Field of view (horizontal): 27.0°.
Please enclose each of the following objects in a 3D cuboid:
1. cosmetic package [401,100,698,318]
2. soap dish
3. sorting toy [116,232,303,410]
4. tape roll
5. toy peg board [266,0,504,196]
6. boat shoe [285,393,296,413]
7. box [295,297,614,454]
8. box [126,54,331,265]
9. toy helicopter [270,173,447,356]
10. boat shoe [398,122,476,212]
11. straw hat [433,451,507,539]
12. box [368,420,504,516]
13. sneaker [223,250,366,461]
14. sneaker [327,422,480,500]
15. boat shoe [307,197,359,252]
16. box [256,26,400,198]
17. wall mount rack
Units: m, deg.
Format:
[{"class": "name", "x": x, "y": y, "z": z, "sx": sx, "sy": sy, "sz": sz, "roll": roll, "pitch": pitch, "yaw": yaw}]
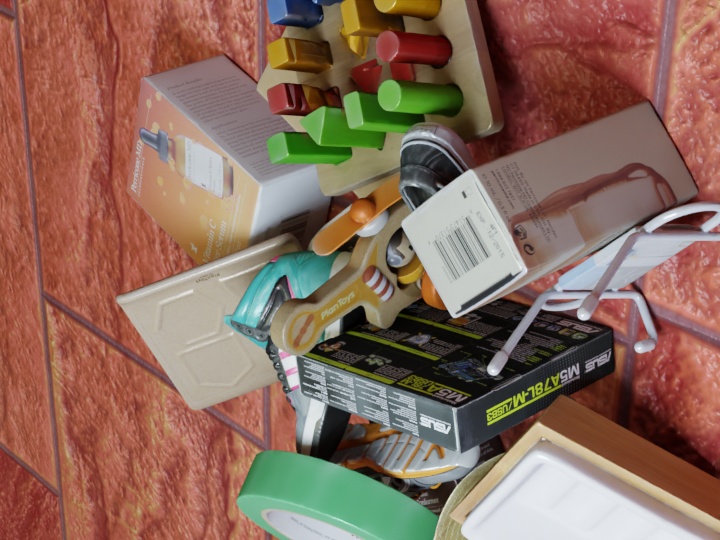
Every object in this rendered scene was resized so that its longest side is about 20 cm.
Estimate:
[{"class": "cosmetic package", "x": 0.144, "y": -0.047, "z": 1.127, "sx": 0.087, "sy": 0.200, "sz": 0.103, "roll": 61, "pitch": 144, "yaw": 7}, {"class": "soap dish", "x": 0.195, "y": 0.196, "z": 1.218, "sx": 0.200, "sy": 0.081, "sz": 0.157, "roll": 28, "pitch": 136, "yaw": -6}, {"class": "sorting toy", "x": -0.120, "y": 0.050, "z": 1.489, "sx": 0.200, "sy": 0.185, "sz": 0.037, "roll": 62, "pitch": -168, "yaw": -45}, {"class": "tape roll", "x": -0.014, "y": 0.230, "z": 1.372, "sx": 0.200, "sy": 0.048, "sz": 0.201, "roll": 20, "pitch": 158, "yaw": 8}, {"class": "toy peg board", "x": -0.004, "y": -0.185, "z": 1.261, "sx": 0.200, "sy": 0.098, "sz": 0.200, "roll": -19, "pitch": 79, "yaw": 40}, {"class": "boat shoe", "x": -0.039, "y": 0.096, "z": 1.478, "sx": 0.200, "sy": 0.070, "sz": 0.070, "roll": 91, "pitch": 167, "yaw": -47}, {"class": "box", "x": 0.080, "y": 0.078, "z": 1.273, "sx": 0.200, "sy": 0.193, "sz": 0.048, "roll": 15, "pitch": 121, "yaw": 46}, {"class": "box", "x": -0.134, "y": -0.096, "z": 1.524, "sx": 0.200, "sy": 0.106, "sz": 0.153, "roll": 42, "pitch": 136, "yaw": 30}, {"class": "toy helicopter", "x": 0.000, "y": 0.000, "z": 1.264, "sx": 0.079, "sy": 0.200, "sz": 0.133, "roll": 23, "pitch": 137, "yaw": 39}, {"class": "boat shoe", "x": 0.083, "y": -0.036, "z": 1.239, "sx": 0.072, "sy": 0.071, "sz": 0.200, "roll": -2, "pitch": 144, "yaw": 40}, {"class": "straw hat", "x": 0.153, "y": 0.237, "z": 1.340, "sx": 0.085, "sy": 0.200, "sz": 0.202, "roll": -85, "pitch": -19, "yaw": -79}, {"class": "box", "x": 0.075, "y": 0.166, "z": 1.425, "sx": 0.100, "sy": 0.075, "sz": 0.200, "roll": -23, "pitch": 88, "yaw": 53}, {"class": "sneaker", "x": -0.067, "y": 0.072, "z": 1.365, "sx": 0.120, "sy": 0.084, "sz": 0.201, "roll": 12, "pitch": 99, "yaw": 22}, {"class": "sneaker", "x": 0.040, "y": 0.177, "z": 1.367, "sx": 0.200, "sy": 0.078, "sz": 0.077, "roll": -11, "pitch": 125, "yaw": 49}, {"class": "boat shoe", "x": 0.016, "y": -0.037, "z": 1.401, "sx": 0.200, "sy": 0.072, "sz": 0.060, "roll": -44, "pitch": 69, "yaw": 45}, {"class": "box", "x": 0.000, "y": -0.171, "z": 1.341, "sx": 0.200, "sy": 0.021, "sz": 0.164, "roll": 48, "pitch": 120, "yaw": 30}, {"class": "wall mount rack", "x": 0.189, "y": 0.020, "z": 1.125, "sx": 0.200, "sy": 0.173, "sz": 0.075, "roll": -41, "pitch": 58, "yaw": 52}]
